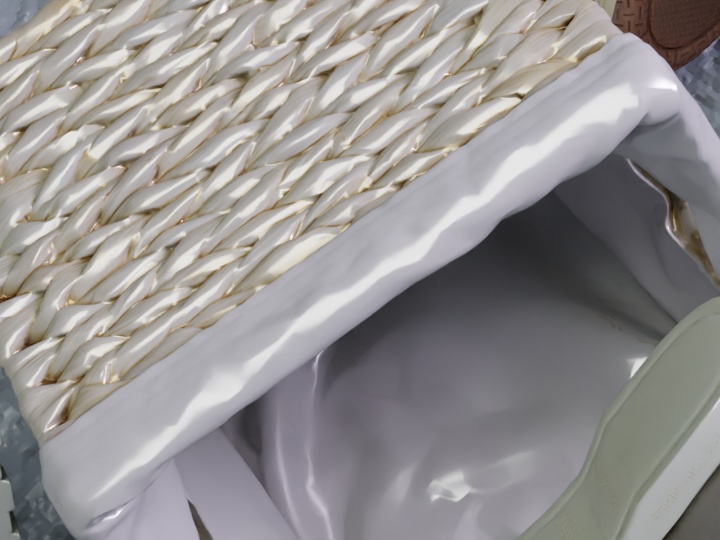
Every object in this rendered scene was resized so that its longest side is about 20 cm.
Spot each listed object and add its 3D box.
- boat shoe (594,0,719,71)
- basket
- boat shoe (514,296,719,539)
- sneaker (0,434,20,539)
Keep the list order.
[{"bbox_3d":[0.110,-0.157,0.866,0.075,0.075,0.203,13,69,39],"label":"boat shoe"},{"bbox_3d":[0.000,0.000,0.762,0.200,0.198,0.161,-37,56,2],"label":"basket"},{"bbox_3d":[0.068,0.099,0.723,0.060,0.072,0.202,30,112,-17],"label":"boat shoe"},{"bbox_3d":[-0.137,0.078,0.731,0.080,0.201,0.076,-9,26,-11],"label":"sneaker"}]
